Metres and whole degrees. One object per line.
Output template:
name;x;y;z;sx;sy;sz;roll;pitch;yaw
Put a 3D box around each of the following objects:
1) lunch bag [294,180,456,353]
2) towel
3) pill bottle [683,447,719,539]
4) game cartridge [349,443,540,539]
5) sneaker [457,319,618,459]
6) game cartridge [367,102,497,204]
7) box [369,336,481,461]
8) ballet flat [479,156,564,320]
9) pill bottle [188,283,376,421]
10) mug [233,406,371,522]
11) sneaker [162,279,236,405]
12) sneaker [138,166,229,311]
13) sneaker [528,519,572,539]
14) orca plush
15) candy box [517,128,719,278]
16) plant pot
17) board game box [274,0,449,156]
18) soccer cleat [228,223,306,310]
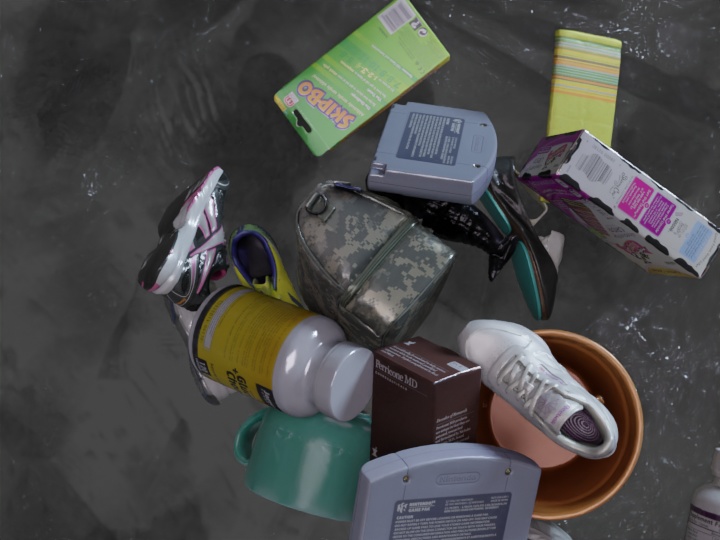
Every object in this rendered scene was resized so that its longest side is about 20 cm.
lunch bag;0.000;0.000;1.322;0.167;0.200;0.140;37;73;9
towel;0.254;-0.175;1.383;0.085;0.018;0.202;7;89;-19
pill bottle;0.416;0.305;1.320;0.111;0.112;0.202;12;89;6
game cartridge;0.084;0.241;1.198;0.198;0.041;0.135;1;104;-25
sneaker;0.185;0.118;1.214;0.199;0.100;0.075;38;94;7
game cartridge;0.086;-0.133;1.332;0.132;0.200;0.042;12;120;4
box;0.066;0.184;1.260;0.100;0.074;0.202;23;117;47
ballet flat;0.195;-0.044;1.377;0.068;0.068;0.202;-23;86;-9
pill bottle;-0.083;0.092;1.289;0.199;0.112;0.113;19;90;35
mug;-0.060;0.201;1.348;0.183;0.152;0.116;17;89;5
sneaker;-0.180;0.056;1.415;0.086;0.074;0.202;-21;87;-16
sneaker;-0.188;-0.029;1.377;0.086;0.201;0.080;42;135;-24
sneaker;0.151;0.278;1.334;0.199;0.079;0.074;36;119;11
orca plush;0.077;-0.056;1.362;0.200;0.071;0.106;44;128;12
candy box;0.284;-0.071;1.308;0.199;0.136;0.061;33;86;-9
plant pot;0.207;0.165;1.330;0.198;0.140;0.202;0;89;5
board game box;0.000;-0.230;1.420;0.199;0.030;0.096;-37;85;0
soccer cleat;-0.100;0.040;1.391;0.064;0.084;0.202;-27;86;4
